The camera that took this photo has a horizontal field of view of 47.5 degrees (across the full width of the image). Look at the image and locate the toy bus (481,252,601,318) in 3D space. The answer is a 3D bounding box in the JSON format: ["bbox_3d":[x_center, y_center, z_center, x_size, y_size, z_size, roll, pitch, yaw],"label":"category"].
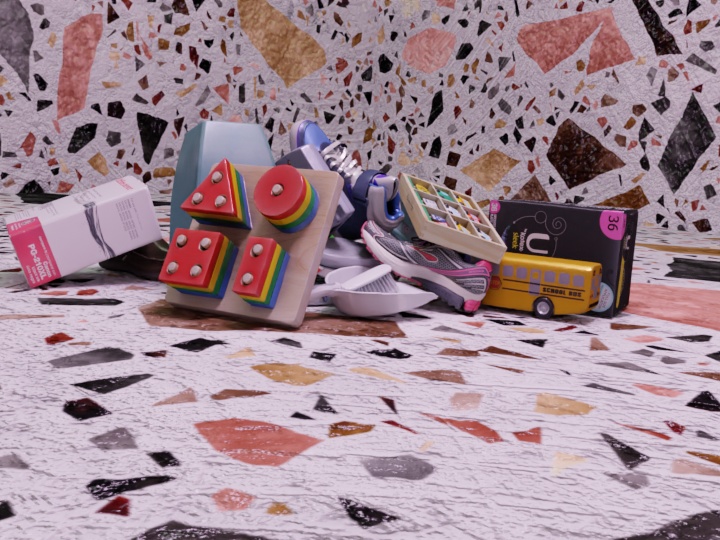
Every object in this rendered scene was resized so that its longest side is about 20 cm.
[{"bbox_3d":[0.232,0.019,1.153,0.197,0.080,0.065,8,9,29],"label":"toy bus"}]

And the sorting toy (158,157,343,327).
[{"bbox_3d":[-0.144,-0.048,1.013,0.197,0.202,0.070,7,-20,27],"label":"sorting toy"}]

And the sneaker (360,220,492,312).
[{"bbox_3d":[0.091,-0.019,1.153,0.198,0.075,0.081,28,9,8],"label":"sneaker"}]

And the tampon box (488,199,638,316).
[{"bbox_3d":[0.301,-0.025,1.231,0.197,0.153,0.126,7,9,28],"label":"tampon box"}]

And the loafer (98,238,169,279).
[{"bbox_3d":[-0.337,-0.029,1.284,0.197,0.072,0.073,8,9,28],"label":"loafer"}]

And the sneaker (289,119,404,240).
[{"bbox_3d":[-0.007,-0.143,1.197,0.145,0.202,0.080,-13,17,41],"label":"sneaker"}]

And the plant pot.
[{"bbox_3d":[-0.196,-0.106,1.186,0.139,0.204,0.141,-1,-3,-30],"label":"plant pot"}]

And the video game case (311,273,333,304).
[{"bbox_3d":[-0.123,0.023,1.189,0.180,0.022,0.199,-1,8,-25],"label":"video game case"}]

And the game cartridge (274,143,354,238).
[{"bbox_3d":[-0.092,-0.096,1.209,0.040,0.134,0.200,-32,-4,-37],"label":"game cartridge"}]

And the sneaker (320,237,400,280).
[{"bbox_3d":[0.000,0.000,1.216,0.198,0.072,0.073,6,23,-46],"label":"sneaker"}]

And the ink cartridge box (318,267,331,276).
[{"bbox_3d":[-0.067,-0.020,1.419,0.197,0.051,0.161,3,8,-17],"label":"ink cartridge box"}]

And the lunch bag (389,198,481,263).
[{"bbox_3d":[0.100,-0.059,1.300,0.159,0.077,0.200,30,11,-38],"label":"lunch bag"}]

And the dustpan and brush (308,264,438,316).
[{"bbox_3d":[-0.013,0.026,1.058,0.198,0.058,0.139,-23,29,-34],"label":"dustpan and brush"}]

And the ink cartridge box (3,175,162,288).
[{"bbox_3d":[-0.406,-0.062,1.200,0.198,0.086,0.144,-23,22,-20],"label":"ink cartridge box"}]

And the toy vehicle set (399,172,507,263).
[{"bbox_3d":[0.127,-0.079,1.188,0.122,0.027,0.201,17,22,-15],"label":"toy vehicle set"}]

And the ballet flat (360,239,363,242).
[{"bbox_3d":[0.079,-0.045,1.467,0.197,0.070,0.069,23,8,-2],"label":"ballet flat"}]
